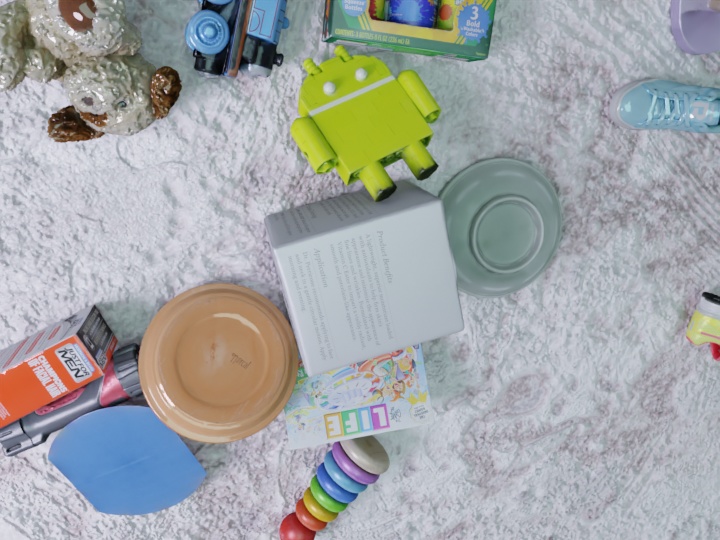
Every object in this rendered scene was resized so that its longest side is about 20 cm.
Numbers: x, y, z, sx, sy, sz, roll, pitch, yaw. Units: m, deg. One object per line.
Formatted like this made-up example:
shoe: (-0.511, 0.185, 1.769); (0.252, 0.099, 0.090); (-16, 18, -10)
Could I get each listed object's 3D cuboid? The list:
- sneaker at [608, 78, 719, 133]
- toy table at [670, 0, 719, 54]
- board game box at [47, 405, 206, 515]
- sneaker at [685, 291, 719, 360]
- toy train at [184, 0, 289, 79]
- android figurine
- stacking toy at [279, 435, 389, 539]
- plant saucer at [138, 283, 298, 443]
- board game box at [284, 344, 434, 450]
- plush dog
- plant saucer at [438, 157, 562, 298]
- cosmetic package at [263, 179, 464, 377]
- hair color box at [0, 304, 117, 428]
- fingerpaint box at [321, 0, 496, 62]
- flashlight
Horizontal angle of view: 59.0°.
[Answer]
sneaker: (0.444, -0.225, 0.869); (0.199, 0.082, 0.074); (-3, 104, -11)
toy table: (0.501, -0.384, 0.822); (0.183, 0.117, 0.201); (8, 104, -14)
board game box: (-0.304, 0.243, 0.842); (0.157, 0.039, 0.201); (-22, 123, 2)
sneaker: (0.593, 0.107, 0.998); (0.199, 0.078, 0.091); (22, 107, -11)
toy train: (-0.131, -0.313, 0.723); (0.114, 0.087, 0.201); (10, 102, -20)
android figurine: (0.004, -0.183, 0.762); (0.181, 0.041, 0.201); (-27, 77, -17)
stacking toy: (-0.048, 0.321, 0.910); (0.085, 0.085, 0.200); (35, 99, -18)
plant saucer: (-0.174, 0.114, 0.800); (0.199, 0.032, 0.202); (5, 76, -19)
board game box: (-0.008, 0.158, 0.870); (0.199, 0.034, 0.135); (-9, 82, -10)
plush dog: (-0.292, -0.227, 0.700); (0.199, 0.161, 0.172); (-11, 124, 20)
plant saucer: (0.195, -0.053, 0.877); (0.199, 0.050, 0.201); (-3, 105, -11)
cosmetic package: (0.000, 0.000, 0.787); (0.199, 0.165, 0.166); (-15, 109, -8)
hair color box: (-0.404, 0.127, 0.764); (0.199, 0.111, 0.064); (-28, 109, -3)
fingerpaint box: (0.063, -0.349, 0.759); (0.199, 0.073, 0.168); (4, 103, -13)
flashlight: (-0.362, 0.159, 0.809); (0.199, 0.068, 0.068); (-22, 111, -1)
